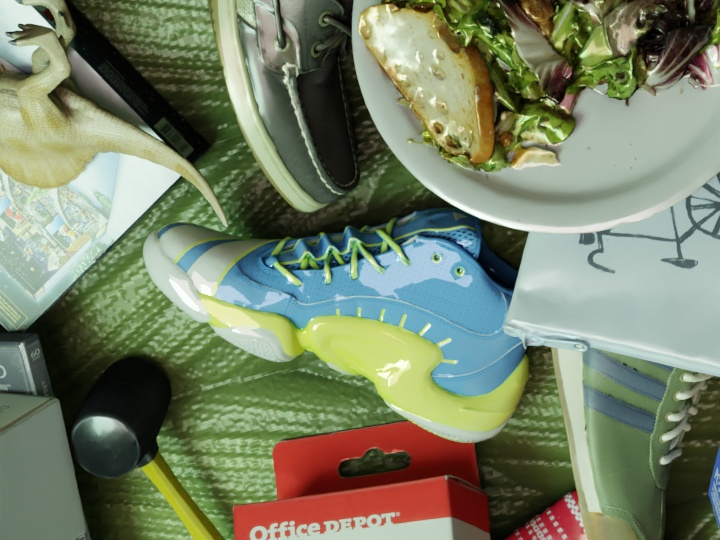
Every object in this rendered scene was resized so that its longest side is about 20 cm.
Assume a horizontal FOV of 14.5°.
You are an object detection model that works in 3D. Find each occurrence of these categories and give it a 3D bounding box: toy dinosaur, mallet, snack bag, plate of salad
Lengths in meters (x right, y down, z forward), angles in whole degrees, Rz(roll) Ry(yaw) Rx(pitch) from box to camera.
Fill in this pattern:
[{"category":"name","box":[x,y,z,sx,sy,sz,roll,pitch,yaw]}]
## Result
[{"category":"toy dinosaur","box":[-0.149,-0.080,1.349,0.199,0.058,0.102,7,126,20]},{"category":"mallet","box":[-0.077,0.131,1.453,0.041,0.066,0.200,-27,115,23]},{"category":"snack bag","box":[0.176,-0.043,1.273,0.188,0.021,0.201,12,80,9]},{"category":"plate of salad","box":[0.092,-0.116,1.264,0.199,0.048,0.201,-3,77,11]}]

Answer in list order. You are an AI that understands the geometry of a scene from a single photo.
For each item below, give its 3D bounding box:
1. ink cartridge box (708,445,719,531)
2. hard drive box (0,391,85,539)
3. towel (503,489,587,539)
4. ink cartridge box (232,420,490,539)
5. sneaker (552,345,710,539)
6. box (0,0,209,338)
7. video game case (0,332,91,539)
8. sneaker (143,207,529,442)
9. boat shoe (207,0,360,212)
[{"category":"ink cartridge box","box":[0.265,0.123,1.293,0.199,0.094,0.044,10,113,-6]},{"category":"hard drive box","box":[-0.264,0.117,1.395,0.199,0.156,0.077,3,112,35]},{"category":"towel","box":[0.082,0.209,1.385,0.200,0.022,0.145,-36,71,7]},{"category":"ink cartridge box","box":[0.004,0.169,1.374,0.116,0.067,0.201,-10,75,18]},{"category":"sneaker","box":[0.139,0.042,1.323,0.089,0.067,0.201,-8,98,13]},{"category":"box","box":[-0.192,-0.084,1.400,0.200,0.038,0.137,46,114,-4]},{"category":"video game case","box":[-0.200,0.128,1.466,0.142,0.019,0.201,-1,109,36]},{"category":"sneaker","box":[0.000,0.000,1.357,0.199,0.076,0.105,25,107,-15]},{"category":"boat shoe","box":[-0.031,-0.127,1.323,0.066,0.072,0.202,-12,102,24]}]
